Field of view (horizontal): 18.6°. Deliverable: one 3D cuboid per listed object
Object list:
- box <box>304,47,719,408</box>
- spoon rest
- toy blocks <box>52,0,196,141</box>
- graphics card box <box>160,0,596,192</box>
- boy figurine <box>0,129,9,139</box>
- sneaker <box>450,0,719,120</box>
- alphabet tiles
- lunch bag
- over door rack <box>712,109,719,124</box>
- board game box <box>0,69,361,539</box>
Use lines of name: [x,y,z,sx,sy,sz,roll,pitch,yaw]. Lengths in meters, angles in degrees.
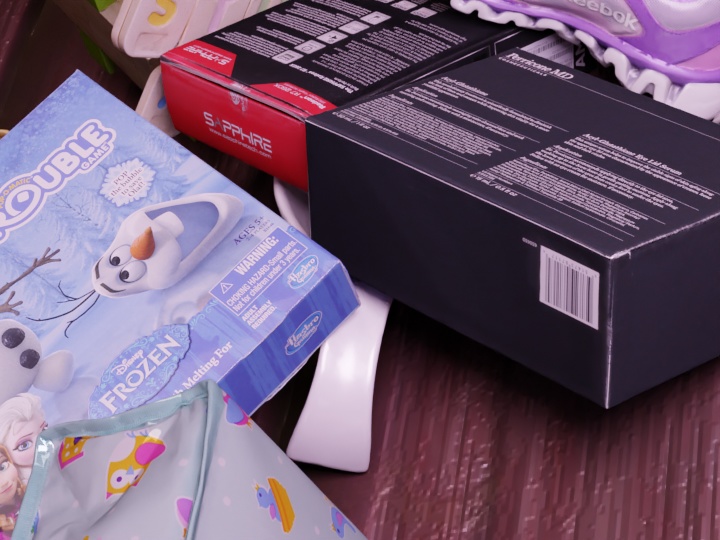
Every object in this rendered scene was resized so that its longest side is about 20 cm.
box: [0.090,-0.026,1.007,0.141,0.079,0.200,-23,34,-34]
spoon rest: [0.000,0.000,1.083,0.099,0.061,0.201,10,51,-4]
toy blocks: [-0.104,-0.183,1.277,0.136,0.100,0.200,-36,55,-14]
graphics card box: [0.012,-0.109,1.144,0.199,0.051,0.125,-29,37,-33]
boy figurine: [-0.259,-0.007,1.246,0.199,0.065,0.124,-32,57,-13]
sneaker: [0.112,-0.158,1.094,0.199,0.089,0.081,28,50,9]
alphabet tiles: [-0.044,-0.153,1.165,0.015,0.199,0.196,39,115,31]
lunch bag: [-0.063,0.174,0.875,0.121,0.171,0.201,-19,42,25]
over door rack: [0.271,-0.118,1.025,0.199,0.067,0.148,-13,40,52]
board game box: [-0.138,0.024,1.035,0.199,0.043,0.200,35,72,34]
